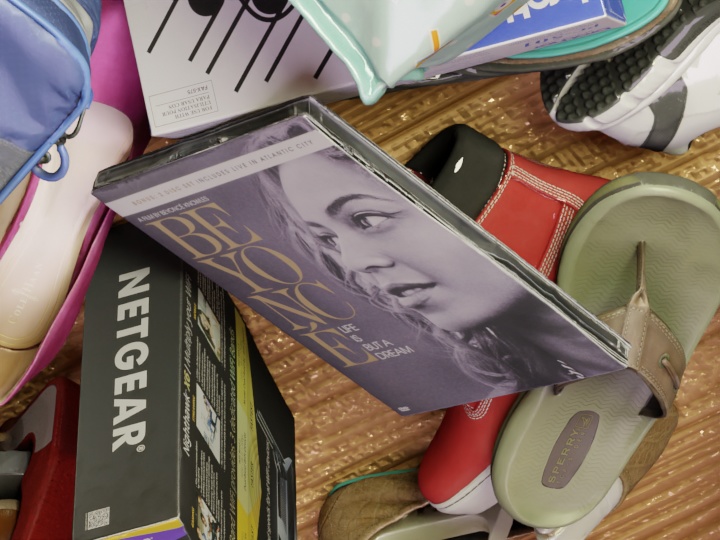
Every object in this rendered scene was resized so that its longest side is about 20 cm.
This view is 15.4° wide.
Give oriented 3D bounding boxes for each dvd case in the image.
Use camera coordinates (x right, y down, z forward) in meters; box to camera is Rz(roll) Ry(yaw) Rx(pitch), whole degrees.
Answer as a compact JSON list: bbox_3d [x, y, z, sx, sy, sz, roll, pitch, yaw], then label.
[{"bbox_3d":[0.000,0.000,1.155,0.200,0.016,0.149,37,148,-29],"label":"dvd case"}]

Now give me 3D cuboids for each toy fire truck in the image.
[{"bbox_3d":[-0.190,0.153,1.307,0.112,0.168,0.200,28,127,-25],"label":"toy fire truck"}]

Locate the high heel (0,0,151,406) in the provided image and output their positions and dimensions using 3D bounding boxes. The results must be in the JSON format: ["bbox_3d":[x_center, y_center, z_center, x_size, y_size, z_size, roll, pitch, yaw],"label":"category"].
[{"bbox_3d":[-0.135,-0.032,1.182,0.067,0.096,0.200,20,130,-16],"label":"high heel"}]

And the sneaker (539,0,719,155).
[{"bbox_3d":[0.171,-0.119,1.140,0.200,0.074,0.080,-34,140,32],"label":"sneaker"}]

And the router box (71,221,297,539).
[{"bbox_3d":[-0.078,0.096,1.234,0.052,0.200,0.157,-15,131,11],"label":"router box"}]

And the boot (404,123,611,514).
[{"bbox_3d":[0.041,0.023,1.261,0.144,0.072,0.200,19,122,-18],"label":"boot"}]

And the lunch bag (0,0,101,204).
[{"bbox_3d":[-0.191,-0.099,1.024,0.200,0.132,0.136,34,119,-20],"label":"lunch bag"}]

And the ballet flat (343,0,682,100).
[{"bbox_3d":[0.045,-0.112,1.138,0.199,0.068,0.068,-7,176,18],"label":"ballet flat"}]

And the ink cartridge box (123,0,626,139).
[{"bbox_3d":[0.001,-0.122,1.093,0.199,0.094,0.044,-13,177,17],"label":"ink cartridge box"}]

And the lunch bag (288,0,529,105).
[{"bbox_3d":[0.012,-0.191,0.998,0.170,0.122,0.200,-39,87,18],"label":"lunch bag"}]

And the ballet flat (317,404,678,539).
[{"bbox_3d":[0.070,0.121,1.350,0.199,0.072,0.068,-17,133,14],"label":"ballet flat"}]

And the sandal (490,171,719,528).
[{"bbox_3d":[0.118,0.045,1.209,0.080,0.057,0.201,10,121,-12],"label":"sandal"}]
